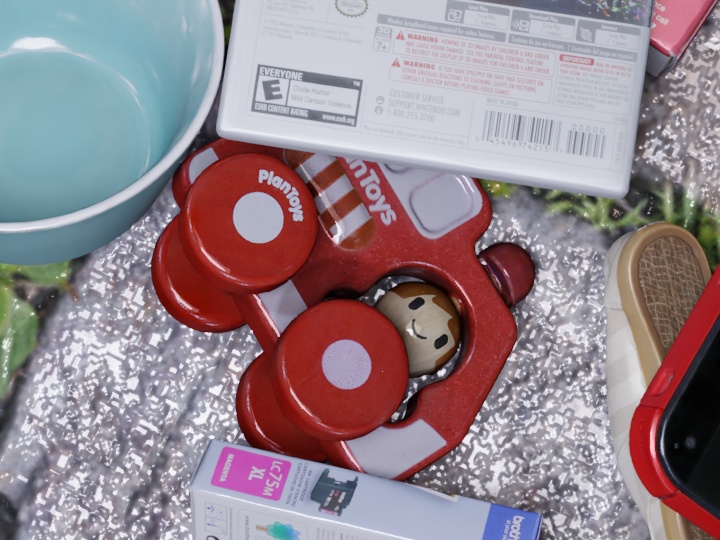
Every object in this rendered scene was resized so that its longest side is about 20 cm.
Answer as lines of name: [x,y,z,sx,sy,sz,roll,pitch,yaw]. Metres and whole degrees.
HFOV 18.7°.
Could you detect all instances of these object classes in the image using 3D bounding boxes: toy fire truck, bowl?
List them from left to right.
bowl: [-0.164,-0.084,1.082,0.199,0.105,0.203,0,63,-1]
toy fire truck: [0.000,0.000,1.096,0.167,0.112,0.201,-31,85,-20]

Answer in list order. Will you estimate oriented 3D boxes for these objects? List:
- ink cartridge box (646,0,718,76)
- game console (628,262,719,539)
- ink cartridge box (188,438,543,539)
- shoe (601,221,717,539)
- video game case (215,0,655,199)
ink cartridge box: [0.153,-0.223,1.104,0.145,0.083,0.201,35,89,4]
game console: [0.243,0.059,1.088,0.176,0.031,0.201,35,79,-12]
ink cartridge box: [0.016,0.153,1.072,0.198,0.120,0.042,14,47,10]
shoe: [0.163,0.075,1.111,0.069,0.053,0.202,-12,91,-28]
video game case: [0.042,-0.139,1.044,0.198,0.023,0.184,9,85,1]
